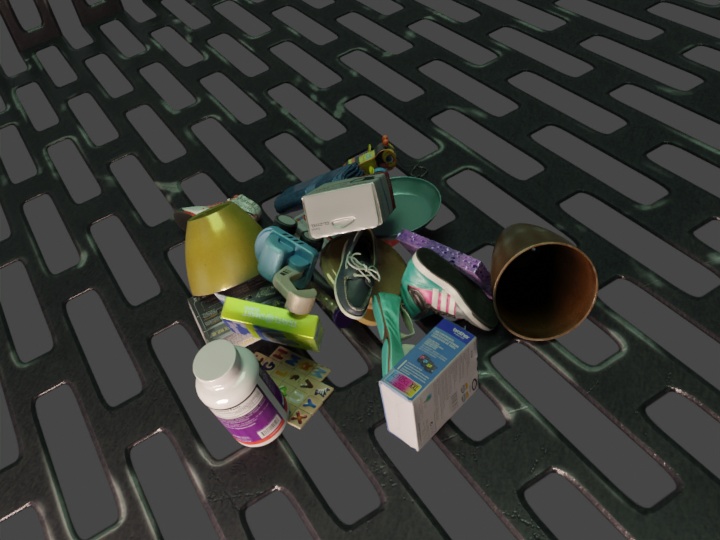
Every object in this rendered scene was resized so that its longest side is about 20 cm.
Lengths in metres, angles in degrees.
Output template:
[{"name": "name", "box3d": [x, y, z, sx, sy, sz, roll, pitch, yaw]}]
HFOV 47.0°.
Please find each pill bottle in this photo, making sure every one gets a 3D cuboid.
[{"name": "pill bottle", "box3d": [-0.201, 0.202, 1.378, 0.110, 0.201, 0.114, -11, 49, 13]}]

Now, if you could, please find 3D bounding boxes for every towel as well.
[{"name": "towel", "box3d": [-0.094, -0.179, 1.852, 0.197, 0.049, 0.112, -17, 17, 30]}]

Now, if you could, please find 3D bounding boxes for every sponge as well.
[{"name": "sponge", "box3d": [0.168, -0.015, 1.597, 0.198, 0.112, 0.030, 26, 77, 38]}]

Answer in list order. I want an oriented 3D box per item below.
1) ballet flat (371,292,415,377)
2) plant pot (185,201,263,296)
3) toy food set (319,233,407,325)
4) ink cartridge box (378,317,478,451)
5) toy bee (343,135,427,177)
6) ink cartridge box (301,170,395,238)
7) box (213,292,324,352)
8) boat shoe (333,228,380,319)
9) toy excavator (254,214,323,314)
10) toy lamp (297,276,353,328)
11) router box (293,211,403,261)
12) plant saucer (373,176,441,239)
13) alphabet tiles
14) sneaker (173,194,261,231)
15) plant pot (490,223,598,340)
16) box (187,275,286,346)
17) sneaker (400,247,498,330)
[{"name": "ballet flat", "box3d": [0.066, 0.126, 1.480, 0.069, 0.068, 0.203, -2, 57, -8]}, {"name": "plant pot", "box3d": [-0.281, -0.056, 1.700, 0.197, 0.144, 0.200, -20, 15, 6]}, {"name": "toy food set", "box3d": [0.014, 0.006, 1.617, 0.199, 0.049, 0.197, 40, 44, 15]}, {"name": "ink cartridge box", "box3d": [0.127, 0.178, 1.367, 0.076, 0.138, 0.199, 31, 57, 35]}, {"name": "toy bee", "box3d": [0.041, -0.259, 1.922, 0.197, 0.110, 0.131, -25, 39, -12]}, {"name": "ink cartridge box", "box3d": [-0.018, -0.131, 1.609, 0.143, 0.084, 0.200, -10, 10, 11]}, {"name": "box", "box3d": [-0.170, 0.096, 1.521, 0.196, 0.122, 0.048, 12, 74, 6]}, {"name": "boat shoe", "box3d": [0.000, 0.000, 1.532, 0.074, 0.062, 0.202, 26, 43, -14]}, {"name": "toy excavator", "box3d": [-0.137, -0.001, 1.542, 0.193, 0.101, 0.200, 30, 28, 16]}, {"name": "toy lamp", "box3d": [-0.087, 0.045, 1.650, 0.058, 0.059, 0.200, -31, 43, -19]}, {"name": "router box", "box3d": [-0.028, -0.090, 1.791, 0.178, 0.049, 0.200, -30, 42, -18]}, {"name": "plant saucer", "box3d": [0.074, -0.124, 1.734, 0.196, 0.036, 0.202, -8, 41, 7]}, {"name": "alphabet tiles", "box3d": [-0.152, 0.215, 1.510, 0.198, 0.006, 0.167, 19, 51, 34]}, {"name": "sneaker", "box3d": [-0.326, -0.129, 1.916, 0.198, 0.068, 0.108, 11, 45, 23]}, {"name": "plant pot", "box3d": [0.311, -0.005, 1.511, 0.184, 0.190, 0.201, -13, 26, 1]}, {"name": "box", "box3d": [-0.232, 0.076, 1.662, 0.198, 0.049, 0.159, -26, 42, -13]}, {"name": "sneaker", "box3d": [0.150, 0.063, 1.539, 0.200, 0.121, 0.084, 42, 40, 1]}]
